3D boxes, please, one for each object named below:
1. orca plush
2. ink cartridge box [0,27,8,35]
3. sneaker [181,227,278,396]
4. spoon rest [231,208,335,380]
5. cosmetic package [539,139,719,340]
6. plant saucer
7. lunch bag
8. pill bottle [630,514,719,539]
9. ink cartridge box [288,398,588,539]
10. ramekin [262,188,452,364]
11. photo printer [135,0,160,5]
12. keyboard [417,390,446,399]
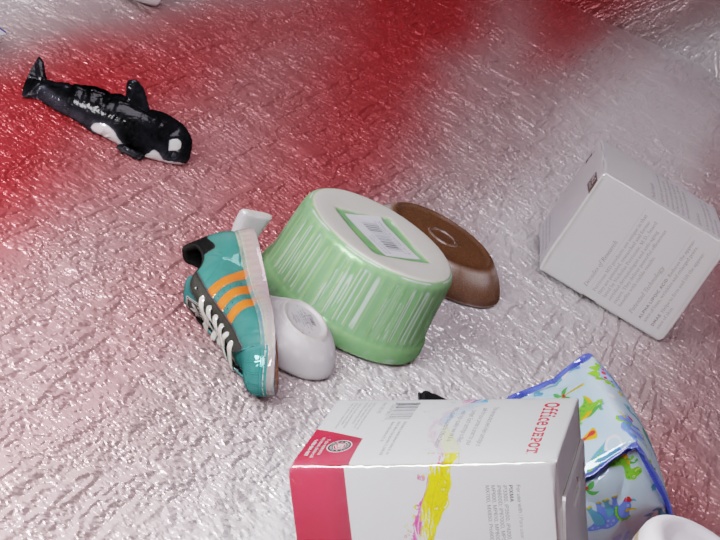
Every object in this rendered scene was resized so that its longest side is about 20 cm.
[{"bbox_3d":[-0.269,-0.190,1.865,0.199,0.071,0.105,30,21,-4],"label":"orca plush"},{"bbox_3d":[-0.467,-0.254,1.783,0.099,0.039,0.200,35,22,9],"label":"ink cartridge box"},{"bbox_3d":[-0.122,0.043,1.568,0.079,0.072,0.201,-8,44,-7],"label":"sneaker"},{"bbox_3d":[-0.085,0.032,1.666,0.099,0.061,0.201,11,42,-40],"label":"spoon rest"},{"bbox_3d":[0.368,-0.044,2.296,0.199,0.165,0.165,30,20,-5],"label":"cosmetic package"},{"bbox_3d":[0.094,-0.029,2.062,0.200,0.037,0.201,27,22,-12],"label":"plant saucer"},{"bbox_3d":[0.232,0.211,1.589,0.200,0.127,0.170,55,10,-29],"label":"lunch bag"},{"bbox_3d":[0.206,0.291,1.257,0.115,0.200,0.116,28,23,-13],"label":"pill bottle"},{"bbox_3d":[0.067,0.185,1.264,0.199,0.145,0.145,-3,14,16],"label":"ink cartridge box"},{"bbox_3d":[0.000,0.000,1.774,0.199,0.098,0.200,27,21,-11],"label":"ramekin"},{"bbox_3d":[-0.338,-0.447,2.354,0.166,0.070,0.200,26,21,-15],"label":"photo printer"},{"bbox_3d":[0.113,0.190,1.617,0.127,0.021,0.200,26,22,-13],"label":"keyboard"}]
